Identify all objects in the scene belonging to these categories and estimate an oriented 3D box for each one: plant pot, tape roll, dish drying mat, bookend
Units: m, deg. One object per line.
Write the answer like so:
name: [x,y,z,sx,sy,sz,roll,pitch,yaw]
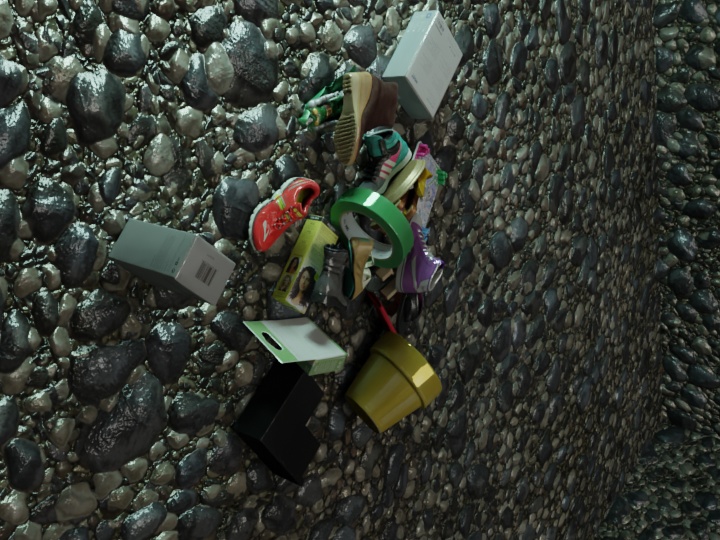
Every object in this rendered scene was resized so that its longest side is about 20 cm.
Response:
plant pot: [0.068,0.286,1.845,0.188,0.200,0.203,-42,130,-16]
tape roll: [0.024,-0.093,1.681,0.048,0.198,0.202,-52,134,-27]
dish drying mat: [0.072,0.140,1.893,0.018,0.077,0.202,-31,127,-6]
bookend: [-0.152,0.327,1.654,0.202,0.091,0.200,-57,138,-26]

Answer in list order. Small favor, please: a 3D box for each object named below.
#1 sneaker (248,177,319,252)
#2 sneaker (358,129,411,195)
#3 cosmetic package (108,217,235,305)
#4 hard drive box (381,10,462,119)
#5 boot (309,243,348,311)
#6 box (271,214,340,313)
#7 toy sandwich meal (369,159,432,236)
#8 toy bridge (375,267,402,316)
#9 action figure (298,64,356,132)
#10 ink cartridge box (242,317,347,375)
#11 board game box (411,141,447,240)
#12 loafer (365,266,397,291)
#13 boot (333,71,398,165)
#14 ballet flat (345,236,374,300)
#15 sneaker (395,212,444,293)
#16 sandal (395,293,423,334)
sneaker: [-0.155,-0.120,1.548,0.201,0.084,0.078,-56,134,-26]
sneaker: [0.034,-0.255,1.746,0.201,0.083,0.122,-52,130,-23]
cosmetic package: [-0.323,-0.016,1.281,0.107,0.197,0.086,42,70,-49]
hard drive box: [0.155,-0.500,1.836,0.156,0.076,0.203,45,64,-45]
boot: [-0.052,0.015,1.662,0.200,0.068,0.135,44,61,-82]
box: [-0.117,-0.015,1.646,0.075,0.049,0.203,38,69,-48]
toy sandwich meal: [0.096,-0.174,1.757,0.070,0.204,0.206,44,62,-14]
toy bridge: [0.080,0.040,1.849,0.067,0.027,0.201,-41,150,-16]
action figure: [-0.061,-0.355,1.634,0.199,0.054,0.120,-36,128,-35]
ink cartridge box: [-0.142,0.160,1.582,0.198,0.145,0.049,-2,124,-49]
board game box: [0.158,-0.195,1.918,0.200,0.025,0.204,36,71,-62]
loafer: [0.067,0.000,1.878,0.198,0.063,0.073,-14,141,-44]
boot: [0.023,-0.325,1.643,0.164,0.071,0.205,0,96,-48]
ballet flat: [0.000,0.000,1.719,0.062,0.070,0.202,-7,145,-9]
sneaker: [0.154,-0.043,1.807,0.072,0.112,0.205,35,59,-59]
sandal: [0.135,0.065,1.877,0.075,0.047,0.205,12,96,-65]
